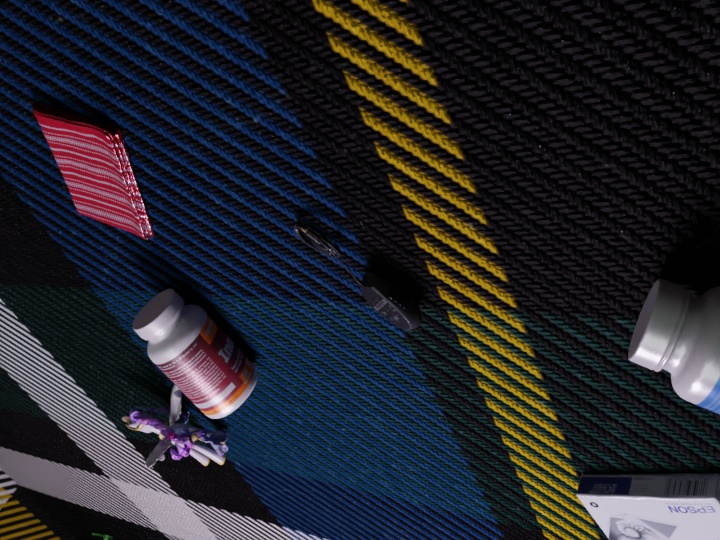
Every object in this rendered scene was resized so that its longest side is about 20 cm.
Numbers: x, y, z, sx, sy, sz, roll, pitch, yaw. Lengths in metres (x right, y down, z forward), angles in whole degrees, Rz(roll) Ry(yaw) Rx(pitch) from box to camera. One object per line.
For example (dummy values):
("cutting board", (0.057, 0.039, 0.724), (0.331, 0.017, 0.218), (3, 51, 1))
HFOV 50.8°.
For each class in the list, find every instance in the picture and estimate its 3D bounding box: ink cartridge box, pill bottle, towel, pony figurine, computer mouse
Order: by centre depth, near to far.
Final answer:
("pill bottle", (0.356, 0.082, 0.695), (0.197, 0.113, 0.113), (21, 143, 13))
("computer mouse", (0.000, 0.000, 0.938), (0.199, 0.034, 0.059), (42, 160, -4))
("ink cartridge box", (0.421, 0.347, 1.014), (0.198, 0.041, 0.201), (-17, 122, 46))
("towel", (-0.370, -0.134, 1.056), (0.142, 0.023, 0.202), (19, 142, 19))
("pill bottle", (-0.263, 0.130, 1.204), (0.112, 0.114, 0.201), (-11, 127, 43))
("pony figurine", (-0.358, 0.320, 1.484), (0.198, 0.169, 0.192), (28, 155, -22))

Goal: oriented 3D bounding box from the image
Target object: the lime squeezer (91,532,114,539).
("lime squeezer", (-0.901, 0.973, 2.691), (0.038, 0.071, 0.199), (38, 178, -37))
